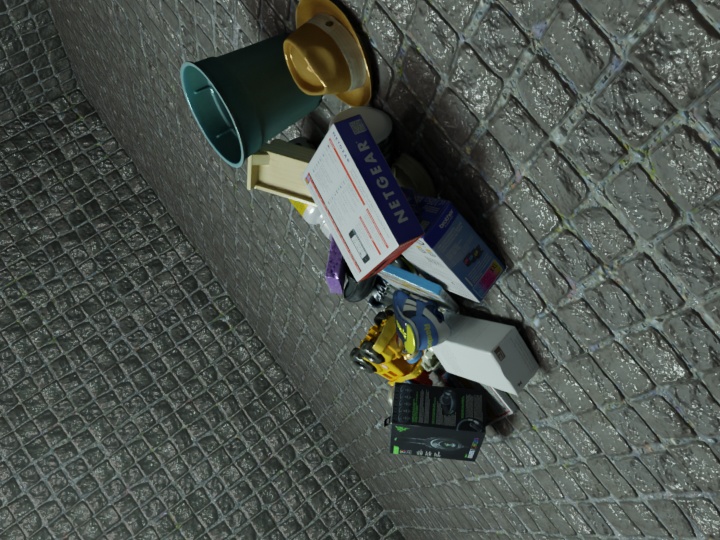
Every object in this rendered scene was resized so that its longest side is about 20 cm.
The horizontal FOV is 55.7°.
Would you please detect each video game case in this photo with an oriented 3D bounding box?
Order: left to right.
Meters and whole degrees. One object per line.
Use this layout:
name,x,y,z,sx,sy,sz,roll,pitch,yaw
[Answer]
video game case,0.095,0.027,1.207,0.143,0.018,0.200,24,176,21
video game case,0.241,0.251,1.411,0.143,0.017,0.200,51,160,12

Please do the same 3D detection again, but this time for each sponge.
sponge,-0.044,-0.023,1.333,0.200,0.030,0.112,87,-169,-80

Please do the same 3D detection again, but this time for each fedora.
fedora,-0.065,-0.337,1.095,0.201,0.082,0.201,46,159,24

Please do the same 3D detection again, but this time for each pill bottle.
pill bottle,-0.093,-0.166,1.393,0.200,0.111,0.111,52,160,11
pill bottle,0.005,-0.167,1.156,0.106,0.106,0.200,43,154,32

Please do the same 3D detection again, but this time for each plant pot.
plant pot,-0.189,-0.322,1.237,0.200,0.196,0.201,46,157,26

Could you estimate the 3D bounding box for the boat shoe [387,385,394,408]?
boat shoe,0.156,0.308,1.523,0.199,0.076,0.072,23,151,-24

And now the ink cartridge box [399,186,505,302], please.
ink cartridge box,0.114,-0.048,1.058,0.200,0.076,0.136,42,169,-34

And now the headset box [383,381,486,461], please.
headset box,0.148,0.312,1.398,0.199,0.093,0.174,5,147,4

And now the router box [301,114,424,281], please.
router box,-0.003,-0.102,1.028,0.201,0.049,0.179,62,154,6

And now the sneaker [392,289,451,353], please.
sneaker,0.105,0.089,1.236,0.200,0.082,0.074,-115,14,-68

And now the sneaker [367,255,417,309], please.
sneaker,0.060,0.024,1.378,0.074,0.081,0.200,47,158,21

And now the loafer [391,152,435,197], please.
loafer,0.080,-0.106,1.145,0.076,0.068,0.200,40,155,37

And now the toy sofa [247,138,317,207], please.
toy sofa,-0.112,-0.182,1.307,0.199,0.098,0.083,18,122,18

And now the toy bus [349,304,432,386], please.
toy bus,0.092,0.188,1.511,0.192,0.136,0.200,38,157,0

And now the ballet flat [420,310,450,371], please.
ballet flat,0.159,0.154,1.379,0.072,0.072,0.200,47,158,23

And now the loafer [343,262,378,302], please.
loafer,0.000,0.000,1.337,0.201,0.070,0.068,125,149,-53

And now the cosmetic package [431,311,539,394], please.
cosmetic package,0.209,0.142,1.206,0.102,0.074,0.200,55,158,-22
